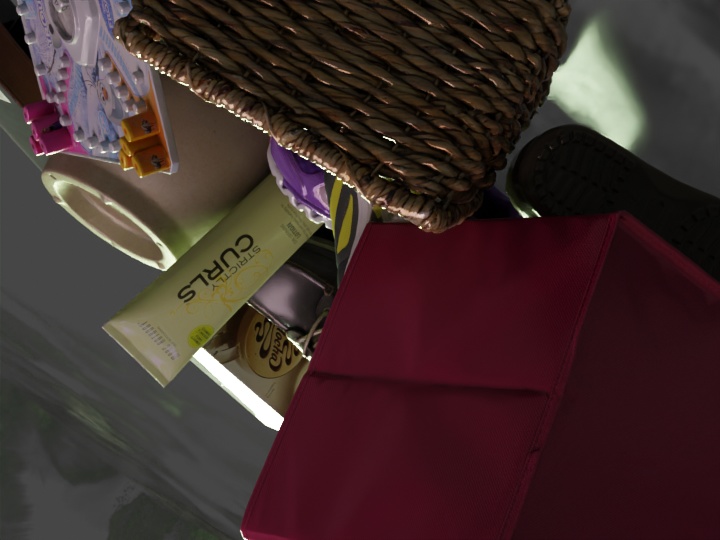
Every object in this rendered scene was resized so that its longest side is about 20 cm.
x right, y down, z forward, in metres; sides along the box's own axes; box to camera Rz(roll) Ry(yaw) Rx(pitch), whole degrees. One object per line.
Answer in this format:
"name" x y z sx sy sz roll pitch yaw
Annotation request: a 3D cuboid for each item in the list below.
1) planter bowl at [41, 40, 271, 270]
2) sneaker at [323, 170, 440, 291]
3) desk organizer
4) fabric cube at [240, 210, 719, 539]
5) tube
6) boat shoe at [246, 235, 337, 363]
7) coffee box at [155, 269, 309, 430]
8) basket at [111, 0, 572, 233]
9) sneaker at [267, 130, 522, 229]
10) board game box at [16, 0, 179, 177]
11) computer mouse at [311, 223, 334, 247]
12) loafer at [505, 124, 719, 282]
"planter bowl" -0.148 -0.087 1.175 0.199 0.135 0.200 31 164 10
"sneaker" 0.017 -0.030 0.980 0.074 0.202 0.085 0 -176 -15
"desk organizer" -0.258 -0.150 1.297 0.071 0.077 0.200 21 160 34
"fabric cube" 0.095 0.101 0.853 0.196 0.201 0.199 34 160 -33
"tube" -0.085 -0.008 1.122 0.058 0.200 0.052 46 174 -1
"boat shoe" -0.011 0.038 1.180 0.199 0.074 0.075 25 130 -15
"coffee box" -0.099 0.057 1.528 0.080 0.113 0.200 12 154 51
"basket" -0.011 -0.104 0.851 0.199 0.150 0.143 30 163 7
"sneaker" 0.030 -0.055 1.052 0.199 0.081 0.089 33 151 11
"board game box" -0.186 -0.162 1.003 0.200 0.026 0.201 14 120 58
"computer mouse" 0.000 0.000 1.231 0.138 0.053 0.201 -16 128 21
"loafer" 0.161 -0.020 0.905 0.200 0.076 0.067 36 176 -23
